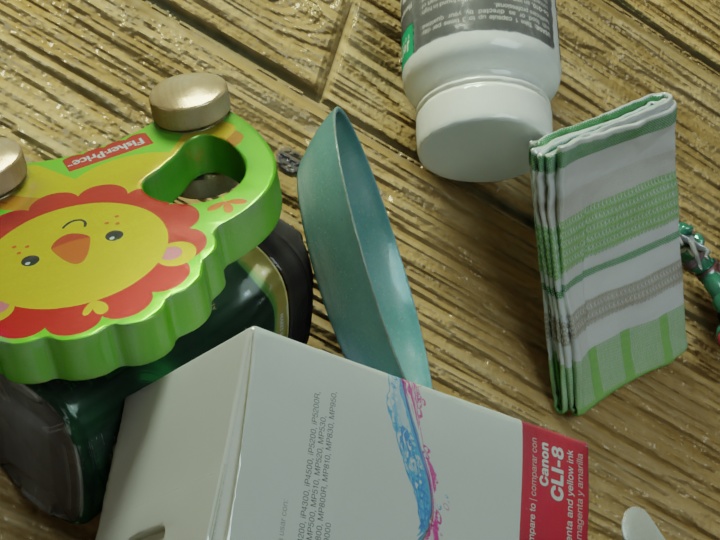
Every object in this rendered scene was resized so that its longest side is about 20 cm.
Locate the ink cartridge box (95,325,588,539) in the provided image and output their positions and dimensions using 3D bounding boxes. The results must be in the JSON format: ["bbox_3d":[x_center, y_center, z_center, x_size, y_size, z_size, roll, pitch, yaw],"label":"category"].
[{"bbox_3d":[-0.013,0.137,0.699,0.199,0.145,0.145,21,61,-27],"label":"ink cartridge box"}]

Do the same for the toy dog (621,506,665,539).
[{"bbox_3d":[0.149,0.214,0.925,0.199,0.132,0.096,4,33,-38],"label":"toy dog"}]

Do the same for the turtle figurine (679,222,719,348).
[{"bbox_3d":[0.308,0.003,1.117,0.149,0.101,0.200,18,49,17],"label":"turtle figurine"}]

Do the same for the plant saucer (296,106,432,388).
[{"bbox_3d":[0.000,0.000,0.895,0.036,0.200,0.201,-16,75,7],"label":"plant saucer"}]

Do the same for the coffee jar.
[{"bbox_3d":[-0.112,0.046,0.819,0.085,0.105,0.200,30,48,25],"label":"coffee jar"}]

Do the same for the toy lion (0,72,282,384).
[{"bbox_3d":[-0.130,-0.019,0.776,0.199,0.069,0.192,-22,38,-18],"label":"toy lion"}]

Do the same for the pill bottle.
[{"bbox_3d":[0.085,-0.173,1.038,0.113,0.113,0.201,13,63,-28],"label":"pill bottle"}]

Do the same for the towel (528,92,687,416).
[{"bbox_3d":[0.184,-0.012,1.026,0.149,0.031,0.201,-22,113,-36],"label":"towel"}]
